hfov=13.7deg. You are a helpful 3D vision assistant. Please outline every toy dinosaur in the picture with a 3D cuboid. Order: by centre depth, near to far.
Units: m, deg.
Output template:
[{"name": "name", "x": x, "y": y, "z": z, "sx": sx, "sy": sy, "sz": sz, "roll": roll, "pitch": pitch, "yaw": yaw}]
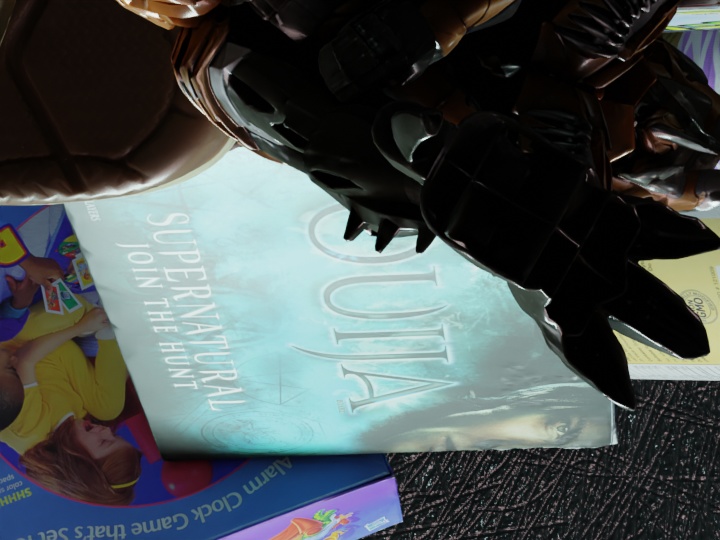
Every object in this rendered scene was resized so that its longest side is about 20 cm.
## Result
[{"name": "toy dinosaur", "x": 0.006, "y": -0.040, "z": 0.537, "sx": 0.199, "sy": 0.103, "sz": 0.136, "roll": -6, "pitch": -165, "yaw": -36}]

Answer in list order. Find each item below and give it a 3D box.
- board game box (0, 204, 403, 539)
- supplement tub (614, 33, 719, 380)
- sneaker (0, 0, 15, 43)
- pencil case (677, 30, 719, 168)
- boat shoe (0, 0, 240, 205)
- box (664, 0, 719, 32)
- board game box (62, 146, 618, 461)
[{"name": "board game box", "x": -0.104, "y": 0.045, "z": 0.903, "sx": 0.199, "sy": 0.135, "sz": 0.045, "roll": -20, "pitch": 157, "yaw": -4}, {"name": "supplement tub", "x": 0.126, "y": -0.030, "z": 1.136, "sx": 0.199, "sy": 0.146, "sz": 0.145, "roll": 0, "pitch": -178, "yaw": 40}, {"name": "sneaker", "x": -0.109, "y": -0.052, "z": 0.490, "sx": 0.067, "sy": 0.090, "sz": 0.200, "roll": -42, "pitch": -161, "yaw": 14}, {"name": "pencil case", "x": 0.152, "y": -0.058, "z": 0.859, "sx": 0.085, "sy": 0.084, "sz": 0.200, "roll": -15, "pitch": -174, "yaw": -9}, {"name": "boat shoe", "x": -0.110, "y": -0.045, "z": 0.650, "sx": 0.201, "sy": 0.075, "sz": 0.075, "roll": 7, "pitch": -166, "yaw": 19}, {"name": "box", "x": 0.013, "y": -0.071, "z": 0.687, "sx": 0.199, "sy": 0.035, "sz": 0.110, "roll": -1, "pitch": -178, "yaw": 31}, {"name": "board game box", "x": 0.000, "y": 0.000, "z": 0.779, "sx": 0.135, "sy": 0.028, "sz": 0.200, "roll": -2, "pitch": 155, "yaw": 5}]
